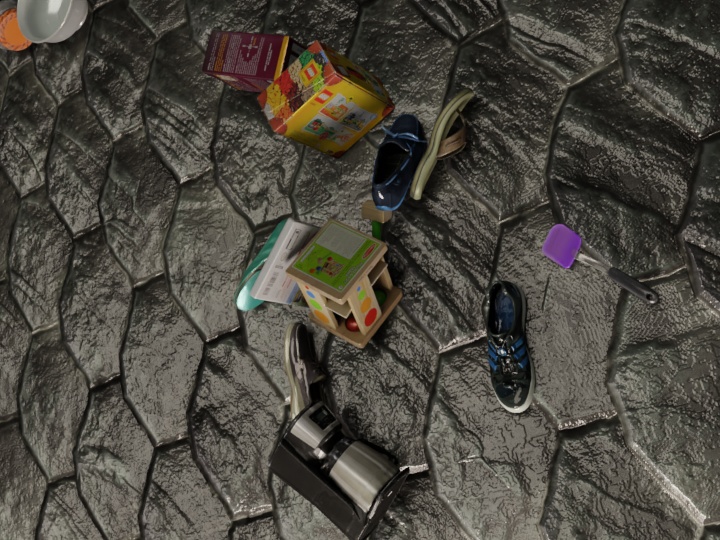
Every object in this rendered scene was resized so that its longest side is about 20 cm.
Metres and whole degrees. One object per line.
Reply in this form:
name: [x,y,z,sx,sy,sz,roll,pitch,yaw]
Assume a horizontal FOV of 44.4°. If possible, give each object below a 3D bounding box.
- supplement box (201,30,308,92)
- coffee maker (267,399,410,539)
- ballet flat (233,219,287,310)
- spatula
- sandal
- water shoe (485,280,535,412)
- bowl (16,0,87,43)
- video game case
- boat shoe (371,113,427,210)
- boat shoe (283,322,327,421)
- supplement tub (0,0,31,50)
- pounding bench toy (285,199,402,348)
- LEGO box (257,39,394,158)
supplement box: [-0.188,-0.392,1.677,0.198,0.110,0.087,14,89,33]
coffee maker: [-0.049,0.343,1.442,0.199,0.134,0.193,35,97,19]
ballet flat: [-0.170,-0.014,1.645,0.201,0.067,0.071,-50,37,16]
spatula: [0.359,-0.006,1.322,0.199,0.020,0.057,33,113,29]
sandal: [0.143,-0.207,1.470,0.057,0.080,0.203,26,102,10]
water shoe: [0.219,0.117,1.359,0.071,0.079,0.203,-11,77,30]
bowl: [-0.699,-0.613,2.047,0.199,0.090,0.204,-5,80,31]
video game case: [-0.092,-0.007,1.503,0.018,0.199,0.144,34,101,31]
boat shoe: [0.065,-0.193,1.469,0.083,0.069,0.202,-2,53,17]
boat shoe: [-0.090,0.190,1.553,0.064,0.072,0.203,-9,81,25]
supplement tub: [-0.880,-0.616,2.145,0.199,0.122,0.124,34,101,30]
pounding bench toy: [0.000,0.000,1.487,0.123,0.157,0.201,25,64,33]
LEGO box: [-0.056,-0.289,1.525,0.148,0.199,0.078,-38,65,21]
